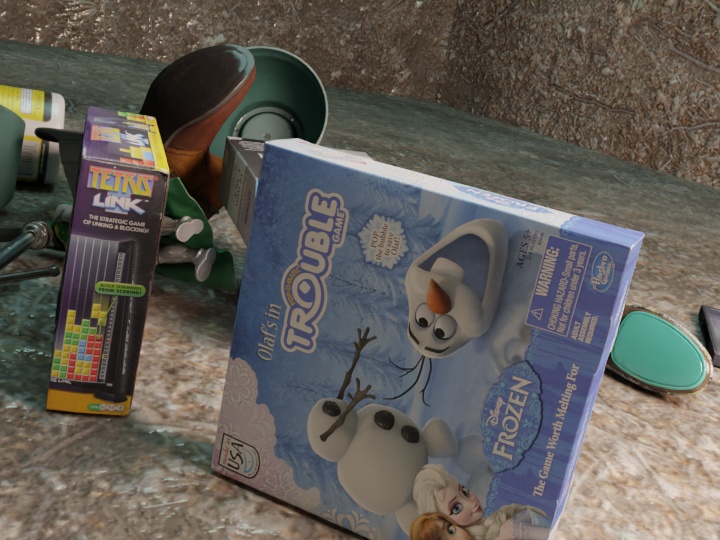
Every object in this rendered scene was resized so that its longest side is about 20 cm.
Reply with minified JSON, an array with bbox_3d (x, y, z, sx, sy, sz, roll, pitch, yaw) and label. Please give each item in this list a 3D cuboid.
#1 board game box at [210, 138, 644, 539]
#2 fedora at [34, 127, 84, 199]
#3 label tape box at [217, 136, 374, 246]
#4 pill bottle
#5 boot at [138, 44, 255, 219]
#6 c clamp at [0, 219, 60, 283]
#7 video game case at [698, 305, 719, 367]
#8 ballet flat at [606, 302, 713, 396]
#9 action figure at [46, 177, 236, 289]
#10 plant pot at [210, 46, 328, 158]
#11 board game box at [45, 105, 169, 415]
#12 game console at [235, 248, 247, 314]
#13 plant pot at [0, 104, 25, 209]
[{"bbox_3d":[0.025,0.050,0.484,0.199,0.200,0.043,18,18,22],"label":"board game box"},{"bbox_3d":[-0.253,-0.095,0.964,0.177,0.090,0.200,7,5,11],"label":"fedora"},{"bbox_3d":[-0.034,-0.055,0.779,0.143,0.066,0.200,4,20,-21],"label":"label tape box"},{"bbox_3d":[-0.455,-0.166,1.049,0.200,0.111,0.111,6,17,-24],"label":"pill bottle"},{"bbox_3d":[-0.145,-0.113,0.880,0.068,0.188,0.200,42,1,21],"label":"boot"},{"bbox_3d":[-0.312,-0.010,0.736,0.171,0.027,0.200,-7,17,-5],"label":"c clamp"},{"bbox_3d":[0.460,0.089,1.007,0.143,0.019,0.200,16,15,13],"label":"video game case"},{"bbox_3d":[0.247,0.063,0.859,0.200,0.072,0.072,26,21,38],"label":"ballet flat"},{"bbox_3d":[-0.215,-0.028,0.795,0.200,0.118,0.055,4,38,33],"label":"action figure"},{"bbox_3d":[-0.146,-0.218,1.361,0.200,0.201,0.134,13,-11,3],"label":"plant pot"},{"bbox_3d":[-0.179,-0.017,0.633,0.057,0.166,0.200,7,16,-18],"label":"board game box"},{"bbox_3d":[0.000,0.000,0.770,0.200,0.119,0.171,9,-11,-7],"label":"game console"},{"bbox_3d":[-0.425,-0.115,0.864,0.141,0.142,0.200,16,9,13],"label":"plant pot"}]
